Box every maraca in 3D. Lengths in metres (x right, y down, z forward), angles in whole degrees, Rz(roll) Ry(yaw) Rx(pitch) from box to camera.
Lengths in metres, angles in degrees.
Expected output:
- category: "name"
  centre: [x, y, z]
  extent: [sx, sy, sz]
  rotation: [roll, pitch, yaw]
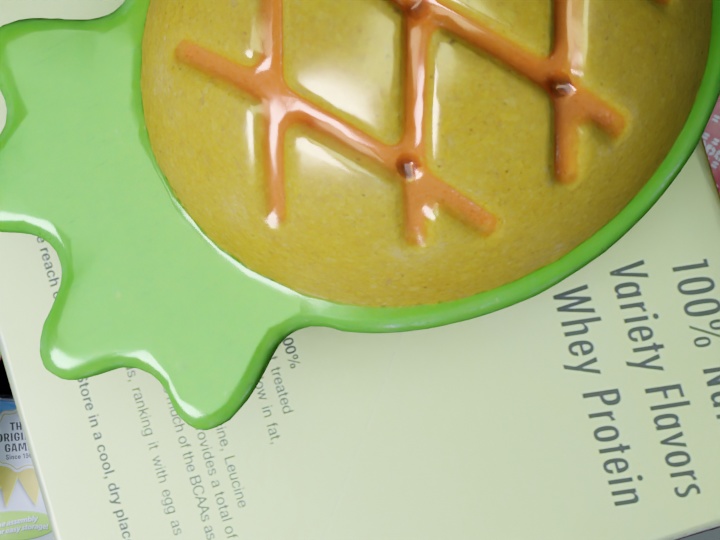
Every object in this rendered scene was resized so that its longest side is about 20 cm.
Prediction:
- category: "maraca"
  centre: [-0.003, -0.046, 0.712]
  extent: [0.200, 0.107, 0.137]
  rotation: [-30, 80, 0]

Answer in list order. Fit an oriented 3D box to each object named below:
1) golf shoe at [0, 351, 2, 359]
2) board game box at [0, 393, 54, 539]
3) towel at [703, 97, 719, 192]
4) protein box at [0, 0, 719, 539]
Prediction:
- category: "golf shoe"
  centre: [-0.185, -0.032, 0.808]
  extent: [0.200, 0.092, 0.075]
  rotation: [26, 55, 24]
- category: "board game box"
  centre: [-0.186, 0.102, 0.920]
  extent: [0.199, 0.034, 0.135]
  rotation: [4, 89, 5]
- category: "towel"
  centre: [0.085, -0.063, 0.911]
  extent: [0.144, 0.022, 0.200]
  rotation: [31, 90, 4]
- category: "protein box"
  centre: [0.000, 0.000, 0.832]
  extent: [0.199, 0.135, 0.199]
  rotation: [-17, 87, 0]
